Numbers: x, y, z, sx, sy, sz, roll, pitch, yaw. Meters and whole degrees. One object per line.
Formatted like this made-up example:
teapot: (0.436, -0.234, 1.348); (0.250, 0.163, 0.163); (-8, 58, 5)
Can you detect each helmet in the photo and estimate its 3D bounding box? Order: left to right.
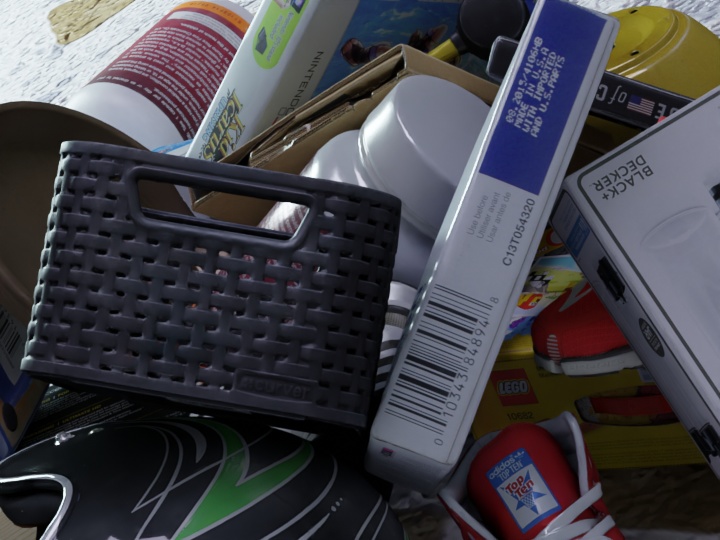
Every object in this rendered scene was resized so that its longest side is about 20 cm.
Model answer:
helmet: (-0.068, 0.154, 0.905); (0.200, 0.200, 0.191); (-33, 24, -16)

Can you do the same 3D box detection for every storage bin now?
storage bin: (-0.057, 0.014, 0.915); (0.135, 0.094, 0.200); (10, -5, 1)

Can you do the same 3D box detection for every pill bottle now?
pill bottle: (-0.150, -0.111, 1.617); (0.113, 0.113, 0.200); (-5, 31, 39)
pill bottle: (0.000, 0.000, 1.144); (0.200, 0.114, 0.114); (-49, 11, 31)

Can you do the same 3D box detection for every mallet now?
mallet: (0.011, -0.099, 1.239); (0.200, 0.041, 0.066); (-32, -4, 12)

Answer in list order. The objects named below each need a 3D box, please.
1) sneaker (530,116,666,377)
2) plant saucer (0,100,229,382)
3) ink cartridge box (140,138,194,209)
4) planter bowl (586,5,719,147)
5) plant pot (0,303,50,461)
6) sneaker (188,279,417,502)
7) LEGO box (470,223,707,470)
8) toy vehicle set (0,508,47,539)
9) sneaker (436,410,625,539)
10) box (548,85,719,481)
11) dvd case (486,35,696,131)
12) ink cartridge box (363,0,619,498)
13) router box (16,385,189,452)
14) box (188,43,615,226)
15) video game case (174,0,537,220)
sneaker: (0.145, -0.026, 0.995); (0.200, 0.085, 0.077); (-37, 26, -24)
plant saucer: (-0.147, -0.012, 1.223); (0.029, 0.200, 0.200); (-46, 13, 30)
ink cartridge box: (-0.138, -0.018, 1.397); (0.144, 0.084, 0.200); (-9, 17, 45)
planter bowl: (0.164, -0.105, 1.334); (0.200, 0.084, 0.200); (-21, 24, 10)
plant pot: (-0.283, 0.036, 1.237); (0.179, 0.200, 0.200); (-18, 23, 17)
sneaker: (-0.041, 0.096, 1.075); (0.200, 0.076, 0.115); (-44, 17, 30)
LEGO box: (0.164, 0.024, 1.076); (0.200, 0.077, 0.149); (-8, 29, 35)
toy vehicle set: (-0.155, 0.143, 1.070); (0.124, 0.027, 0.200); (-32, -13, -15)
sneaker: (0.094, 0.129, 0.885); (0.071, 0.113, 0.200); (-31, 24, -10)
box: (0.180, 0.024, 0.917); (0.117, 0.200, 0.060); (-32, -11, -11)
dvd case: (0.148, -0.088, 1.165); (0.150, 0.025, 0.200); (18, 4, 7)
ink cartridge box: (0.051, -0.002, 0.958); (0.200, 0.043, 0.197); (106, -176, -80)
router box: (-0.153, 0.108, 1.249); (0.200, 0.051, 0.149); (-23, 22, 6)
box: (0.026, -0.055, 1.229); (0.163, 0.200, 0.021); (-30, 61, 31)
video game case: (0.009, -0.108, 1.298); (0.200, 0.181, 0.045); (-4, 45, -42)
